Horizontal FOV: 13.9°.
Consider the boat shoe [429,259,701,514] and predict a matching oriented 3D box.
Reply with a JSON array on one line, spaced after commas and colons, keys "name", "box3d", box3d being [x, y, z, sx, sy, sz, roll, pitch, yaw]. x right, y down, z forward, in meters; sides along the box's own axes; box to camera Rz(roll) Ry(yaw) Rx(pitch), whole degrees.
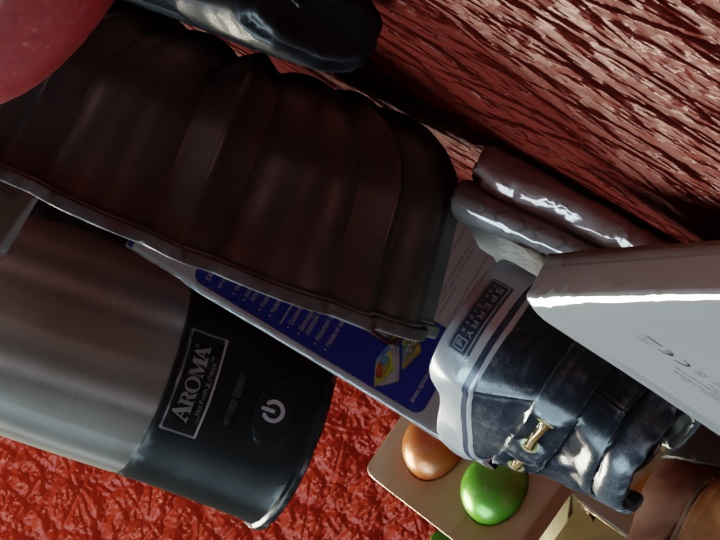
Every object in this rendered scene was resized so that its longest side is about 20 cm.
[{"name": "boat shoe", "box3d": [0.082, 0.058, 1.145, 0.091, 0.071, 0.200, 35, 177, 12]}]

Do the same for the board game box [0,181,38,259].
[{"name": "board game box", "box3d": [-0.248, -0.039, 1.218, 0.200, 0.064, 0.148, 35, -140, -3]}]

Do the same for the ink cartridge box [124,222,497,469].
[{"name": "ink cartridge box", "box3d": [0.000, 0.000, 1.349, 0.200, 0.095, 0.037, 31, 177, 13]}]

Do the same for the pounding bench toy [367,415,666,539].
[{"name": "pounding bench toy", "box3d": [0.085, 0.142, 1.657, 0.124, 0.200, 0.156, 33, 178, 45]}]

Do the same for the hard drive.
[{"name": "hard drive", "box3d": [0.145, 0.034, 0.924, 0.132, 0.026, 0.200, 33, 168, -16]}]

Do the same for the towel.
[{"name": "towel", "box3d": [0.128, 0.025, 1.135, 0.191, 0.032, 0.200, 31, 177, 11]}]

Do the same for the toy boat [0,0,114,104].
[{"name": "toy boat", "box3d": [-0.071, -0.098, 0.628, 0.130, 0.131, 0.200, 1, -174, -17]}]

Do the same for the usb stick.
[{"name": "usb stick", "box3d": [-0.056, -0.098, 0.983, 0.055, 0.033, 0.200, 22, -179, -29]}]

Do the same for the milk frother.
[{"name": "milk frother", "box3d": [-0.121, 0.023, 1.461, 0.187, 0.181, 0.200, 20, 161, -15]}]

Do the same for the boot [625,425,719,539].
[{"name": "boot", "box3d": [0.171, 0.176, 1.450, 0.068, 0.200, 0.188, 39, 170, -39]}]

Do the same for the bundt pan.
[{"name": "bundt pan", "box3d": [-0.050, -0.046, 1.103, 0.201, 0.076, 0.202, 23, -176, -2]}]
